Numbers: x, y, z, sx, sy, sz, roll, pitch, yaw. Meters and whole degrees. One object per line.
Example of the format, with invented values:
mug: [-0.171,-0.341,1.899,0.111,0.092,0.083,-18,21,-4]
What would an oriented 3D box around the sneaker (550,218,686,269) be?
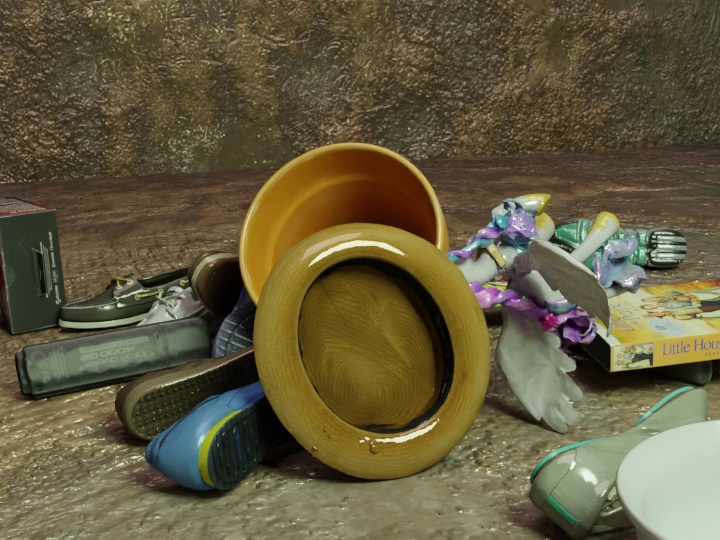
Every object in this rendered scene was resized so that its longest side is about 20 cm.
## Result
sneaker: [0.376,-0.031,1.358,0.199,0.075,0.088,7,-3,6]

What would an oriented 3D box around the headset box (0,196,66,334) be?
headset box: [-0.446,-0.010,1.178,0.077,0.150,0.200,-12,15,-36]

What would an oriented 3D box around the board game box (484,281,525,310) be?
board game box: [0.161,0.021,1.082,0.199,0.024,0.105,10,19,-19]

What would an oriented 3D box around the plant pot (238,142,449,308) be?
plant pot: [0.000,0.000,0.934,0.199,0.201,0.183,1,-19,15]

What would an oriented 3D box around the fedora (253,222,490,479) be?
fedora: [0.004,0.063,0.726,0.199,0.202,0.082,-6,-7,-16]

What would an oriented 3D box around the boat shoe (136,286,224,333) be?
boat shoe: [-0.217,0.052,1.049,0.073,0.067,0.200,2,13,20]

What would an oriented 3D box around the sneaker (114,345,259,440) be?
sneaker: [-0.122,0.098,0.823,0.199,0.071,0.075,-8,13,-27]

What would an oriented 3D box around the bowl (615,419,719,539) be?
bowl: [0.234,0.154,0.467,0.200,0.091,0.201,-2,13,1]

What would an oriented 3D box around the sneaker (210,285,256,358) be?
sneaker: [-0.113,0.072,0.950,0.074,0.082,0.200,30,26,-5]

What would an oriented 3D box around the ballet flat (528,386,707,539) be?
ballet flat: [0.200,0.139,0.643,0.199,0.068,0.064,-13,44,-37]

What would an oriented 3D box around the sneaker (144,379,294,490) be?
sneaker: [-0.092,0.117,0.744,0.078,0.066,0.200,1,13,31]

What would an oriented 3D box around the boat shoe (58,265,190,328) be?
boat shoe: [-0.286,0.032,1.164,0.200,0.061,0.072,-9,14,-29]

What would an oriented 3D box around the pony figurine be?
pony figurine: [0.155,0.014,0.785,0.199,0.167,0.193,-24,50,-35]

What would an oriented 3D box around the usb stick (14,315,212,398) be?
usb stick: [-0.247,0.087,0.933,0.199,0.056,0.033,-9,-13,-29]

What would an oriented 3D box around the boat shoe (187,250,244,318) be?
boat shoe: [-0.149,0.015,1.059,0.075,0.075,0.202,33,-1,26]

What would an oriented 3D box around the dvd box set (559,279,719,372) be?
dvd box set: [0.308,0.049,0.887,0.199,0.030,0.146,-6,16,-6]

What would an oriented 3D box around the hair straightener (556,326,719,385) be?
hair straightener: [0.260,0.075,0.916,0.199,0.041,0.077,17,23,42]
